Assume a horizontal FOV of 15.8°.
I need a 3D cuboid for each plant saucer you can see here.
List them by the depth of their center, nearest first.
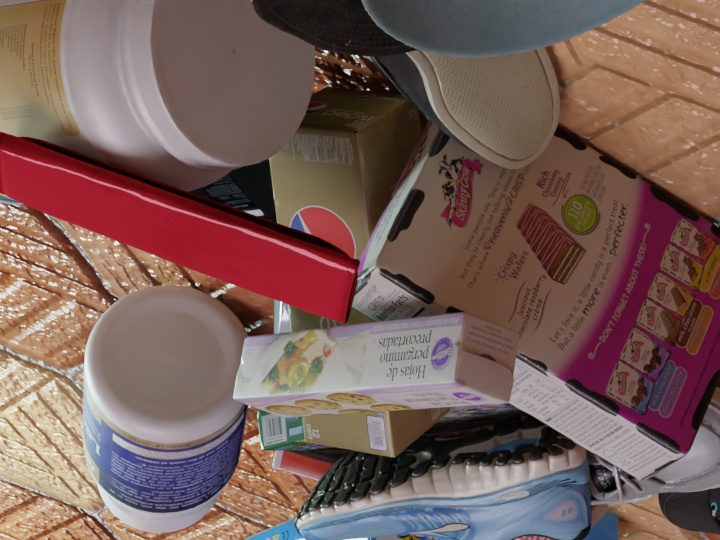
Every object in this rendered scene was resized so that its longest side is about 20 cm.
[{"bbox_3d":[0.084,-0.174,1.144,0.201,0.200,0.039,90,158,-57],"label":"plant saucer"}]

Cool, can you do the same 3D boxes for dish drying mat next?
[{"bbox_3d":[-0.096,-0.024,1.364,0.199,0.018,0.077,19,156,3],"label":"dish drying mat"}]

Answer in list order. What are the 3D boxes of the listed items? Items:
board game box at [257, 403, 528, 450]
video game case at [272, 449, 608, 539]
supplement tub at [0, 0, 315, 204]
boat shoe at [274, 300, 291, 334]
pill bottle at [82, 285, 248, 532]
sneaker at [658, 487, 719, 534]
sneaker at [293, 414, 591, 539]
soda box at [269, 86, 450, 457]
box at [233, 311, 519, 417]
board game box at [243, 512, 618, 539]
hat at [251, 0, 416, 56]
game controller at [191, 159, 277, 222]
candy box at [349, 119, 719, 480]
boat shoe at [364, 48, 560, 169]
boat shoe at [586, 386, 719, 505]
[{"bbox_3d":[0.050,0.084,1.623,0.134,0.029,0.200,5,165,-41],"label":"board game box"},{"bbox_3d":[0.056,0.139,1.715,0.199,0.018,0.143,15,-170,15],"label":"video game case"},{"bbox_3d":[-0.137,-0.112,1.413,0.200,0.145,0.145,-2,141,42],"label":"supplement tub"},{"bbox_3d":[-0.006,0.028,1.594,0.091,0.071,0.200,-1,166,1],"label":"boat shoe"},{"bbox_3d":[-0.137,0.103,1.812,0.115,0.116,0.200,23,152,6],"label":"pill bottle"},{"bbox_3d":[0.253,0.149,1.601,0.075,0.079,0.200,40,151,-27],"label":"sneaker"},{"bbox_3d":[0.051,0.153,1.602,0.199,0.078,0.090,-10,112,26],"label":"sneaker"},{"bbox_3d":[0.000,0.000,1.476,0.064,0.068,0.201,9,116,31],"label":"soda box"},{"bbox_3d":[0.005,0.052,1.389,0.041,0.039,0.200,20,163,-35],"label":"box"},{"bbox_3d":[0.046,0.205,1.810,0.195,0.056,0.200,9,161,-26],"label":"board game box"},{"bbox_3d":[0.026,-0.192,1.193,0.201,0.200,0.081,83,164,-58],"label":"hat"},{"bbox_3d":[-0.072,-0.047,1.595,0.200,0.042,0.104,-7,124,46],"label":"game controller"},{"bbox_3d":[0.107,0.005,1.415,0.200,0.137,0.061,32,152,-9],"label":"candy box"},{"bbox_3d":[0.033,-0.128,1.342,0.200,0.072,0.068,42,175,-35],"label":"boat shoe"},{"bbox_3d":[0.163,0.119,1.612,0.201,0.071,0.070,-12,106,51],"label":"boat shoe"}]
